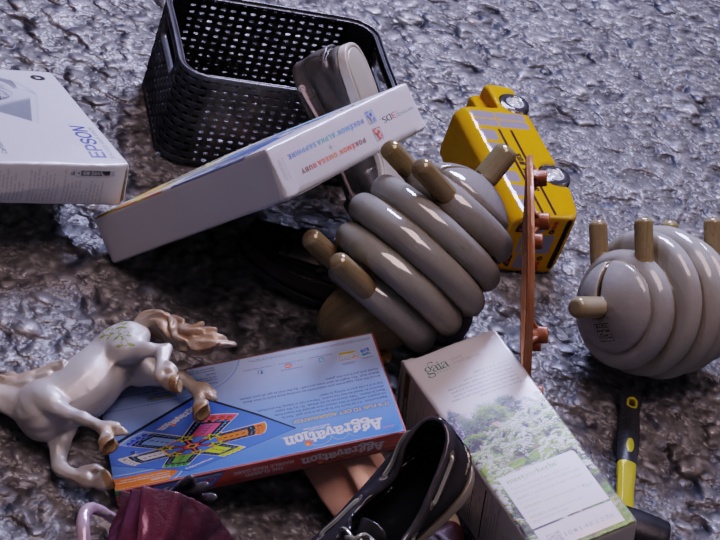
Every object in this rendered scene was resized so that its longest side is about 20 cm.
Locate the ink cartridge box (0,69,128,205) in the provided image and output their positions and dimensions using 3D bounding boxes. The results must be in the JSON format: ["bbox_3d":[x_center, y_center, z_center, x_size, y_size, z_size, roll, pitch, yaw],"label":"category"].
[{"bbox_3d":[-0.307,-0.108,1.434,0.200,0.041,0.200,-2,28,-29],"label":"ink cartridge box"}]

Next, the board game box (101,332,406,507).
[{"bbox_3d":[-0.076,0.101,1.275,0.200,0.019,0.103,-11,41,-7],"label":"board game box"}]

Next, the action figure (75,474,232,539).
[{"bbox_3d":[-0.150,0.215,1.076,0.149,0.134,0.200,1,53,36],"label":"action figure"}]

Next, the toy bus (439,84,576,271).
[{"bbox_3d":[0.129,-0.086,1.648,0.078,0.065,0.200,2,40,-23],"label":"toy bus"}]

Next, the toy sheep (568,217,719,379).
[{"bbox_3d":[0.239,0.023,1.504,0.200,0.138,0.138,-1,41,-37],"label":"toy sheep"}]

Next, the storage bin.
[{"bbox_3d":[-0.079,-0.159,1.612,0.200,0.094,0.135,7,37,-20],"label":"storage bin"}]

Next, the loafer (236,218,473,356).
[{"bbox_3d":[0.000,0.000,1.468,0.200,0.063,0.072,26,35,6],"label":"loafer"}]

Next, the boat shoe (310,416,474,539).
[{"bbox_3d":[-0.002,0.172,1.183,0.073,0.063,0.200,30,63,29],"label":"boat shoe"}]

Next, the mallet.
[{"bbox_3d":[0.192,0.150,1.401,0.066,0.041,0.200,14,31,-6],"label":"mallet"}]

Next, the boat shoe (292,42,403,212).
[{"bbox_3d":[-0.001,-0.090,1.532,0.057,0.200,0.067,-13,10,26],"label":"boat shoe"}]

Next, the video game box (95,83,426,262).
[{"bbox_3d":[-0.077,-0.076,1.430,0.182,0.200,0.047,-27,97,-49],"label":"video game box"}]

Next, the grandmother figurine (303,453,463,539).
[{"bbox_3d":[0.020,0.180,1.249,0.121,0.061,0.200,-19,48,-23],"label":"grandmother figurine"}]

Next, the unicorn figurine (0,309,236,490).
[{"bbox_3d":[-0.193,0.082,1.250,0.200,0.074,0.137,-22,41,-38],"label":"unicorn figurine"}]

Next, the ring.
[{"bbox_3d":[0.133,0.012,1.408,0.019,0.201,0.200,1,36,5],"label":"ring"}]

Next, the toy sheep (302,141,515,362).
[{"bbox_3d":[0.044,-0.017,1.365,0.138,0.200,0.138,44,0,0],"label":"toy sheep"}]

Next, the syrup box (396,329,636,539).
[{"bbox_3d":[0.106,0.143,1.307,0.079,0.081,0.200,-18,48,-21],"label":"syrup box"}]
